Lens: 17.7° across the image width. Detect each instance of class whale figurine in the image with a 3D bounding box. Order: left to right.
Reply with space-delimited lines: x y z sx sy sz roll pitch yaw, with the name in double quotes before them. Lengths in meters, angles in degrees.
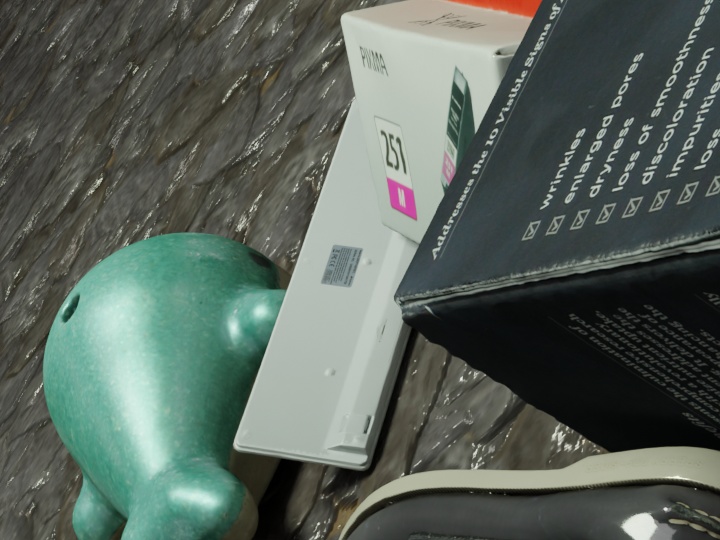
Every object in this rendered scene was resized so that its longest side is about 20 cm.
"whale figurine" -0.086 0.061 0.997 0.159 0.104 0.200 -48 21 24

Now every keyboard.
"keyboard" 0.000 0.000 0.973 0.056 0.011 0.200 4 49 17

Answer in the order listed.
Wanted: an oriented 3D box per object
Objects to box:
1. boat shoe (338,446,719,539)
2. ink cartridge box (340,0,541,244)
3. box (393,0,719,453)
"boat shoe" 0.044 0.099 0.660 0.200 0.073 0.063 -21 36 53
"ink cartridge box" 0.036 -0.090 0.868 0.044 0.174 0.200 -15 14 -12
"box" 0.135 -0.053 0.599 0.197 0.124 0.200 -10 50 64
